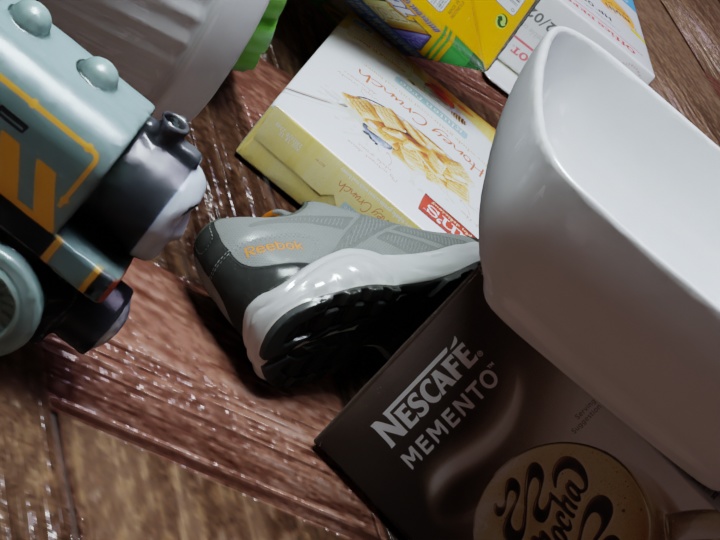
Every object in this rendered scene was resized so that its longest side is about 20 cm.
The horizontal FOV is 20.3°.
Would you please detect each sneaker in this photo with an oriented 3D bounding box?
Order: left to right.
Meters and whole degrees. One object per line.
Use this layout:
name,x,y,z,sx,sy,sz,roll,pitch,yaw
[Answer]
sneaker,0.000,0.000,0.927,0.079,0.074,0.200,47,23,23

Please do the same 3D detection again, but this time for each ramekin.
ramekin,-0.103,-0.168,0.901,0.105,0.200,0.200,22,29,-22

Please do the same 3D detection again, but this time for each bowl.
bowl,0.127,0.004,0.829,0.200,0.075,0.200,38,23,-9

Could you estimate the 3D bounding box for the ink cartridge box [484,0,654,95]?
ink cartridge box,0.147,-0.174,1.470,0.115,0.068,0.200,35,24,-18

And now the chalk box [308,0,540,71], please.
chalk box,0.018,-0.210,1.188,0.124,0.125,0.200,42,-11,-31

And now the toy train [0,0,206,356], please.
toy train,-0.151,-0.057,0.724,0.200,0.114,0.085,39,23,-7

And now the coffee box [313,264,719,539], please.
coffee box,0.095,0.099,0.852,0.200,0.113,0.080,45,23,8

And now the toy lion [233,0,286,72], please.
toy lion,-0.053,-0.204,1.071,0.069,0.192,0.200,13,10,-13

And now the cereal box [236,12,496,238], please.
cereal box,0.020,-0.062,1.104,0.144,0.040,0.200,39,23,-5
